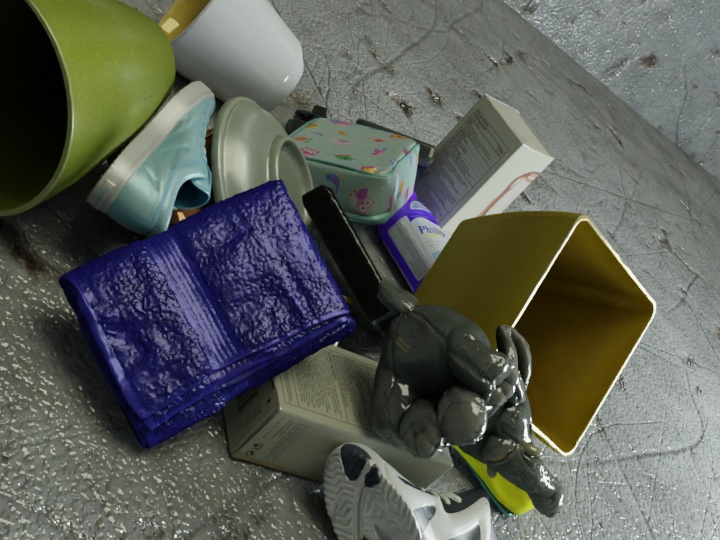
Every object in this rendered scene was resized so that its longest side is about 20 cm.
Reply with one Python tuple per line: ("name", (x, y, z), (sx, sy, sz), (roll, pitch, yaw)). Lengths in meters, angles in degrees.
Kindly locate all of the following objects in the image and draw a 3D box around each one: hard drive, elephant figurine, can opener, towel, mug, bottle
("hard drive", (0.000, 0.000, 1.018), (0.140, 0.033, 0.200), (61, 1, 13))
("elephant figurine", (0.101, 0.117, 0.877), (0.141, 0.156, 0.200), (12, -9, 38))
("can opener", (0.000, -0.165, 1.302), (0.199, 0.053, 0.067), (16, 71, -3))
("towel", (-0.113, 0.027, 0.770), (0.199, 0.050, 0.148), (-28, 88, -24))
("mug", (-0.149, -0.282, 1.208), (0.153, 0.149, 0.187), (39, 32, -29))
("bottle", (0.065, -0.045, 1.258), (0.083, 0.065, 0.201), (10, 43, -52))

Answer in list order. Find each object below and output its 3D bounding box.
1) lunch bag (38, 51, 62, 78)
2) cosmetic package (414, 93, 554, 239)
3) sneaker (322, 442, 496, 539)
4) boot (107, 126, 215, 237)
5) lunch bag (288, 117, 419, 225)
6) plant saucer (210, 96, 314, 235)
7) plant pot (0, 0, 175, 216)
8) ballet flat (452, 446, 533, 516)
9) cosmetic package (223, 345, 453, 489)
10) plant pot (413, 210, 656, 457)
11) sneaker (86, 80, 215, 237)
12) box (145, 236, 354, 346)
("lunch bag", (-0.331, -0.245, 0.964), (0.160, 0.076, 0.201), (21, 36, -36))
("cosmetic package", (0.147, -0.123, 1.335), (0.087, 0.200, 0.104), (12, 41, -48))
("sneaker", (0.053, 0.211, 0.859), (0.199, 0.079, 0.130), (45, 25, -2))
("boot", (-0.146, -0.066, 0.970), (0.199, 0.077, 0.156), (7, 45, -52))
("lunch bag", (-0.020, -0.120, 1.177), (0.159, 0.078, 0.200), (12, 21, 11))
("plant saucer", (-0.085, -0.077, 0.989), (0.200, 0.050, 0.202), (-8, 90, -74))
("plant pot", (-0.246, -0.159, 0.819), (0.187, 0.187, 0.200), (47, 30, 5))
("ballet flat", (0.119, 0.165, 1.033), (0.200, 0.067, 0.067), (47, 27, 4))
("cosmetic package", (-0.021, 0.128, 0.877), (0.199, 0.073, 0.104), (26, 33, -35))
("plant pot", (0.170, 0.049, 1.089), (0.176, 0.201, 0.200), (25, -12, 48))
("sneaker", (-0.164, -0.092, 0.876), (0.082, 0.074, 0.200), (40, 40, -12))
("box", (-0.104, 0.026, 0.887), (0.199, 0.071, 0.064), (20, 2, -42))
